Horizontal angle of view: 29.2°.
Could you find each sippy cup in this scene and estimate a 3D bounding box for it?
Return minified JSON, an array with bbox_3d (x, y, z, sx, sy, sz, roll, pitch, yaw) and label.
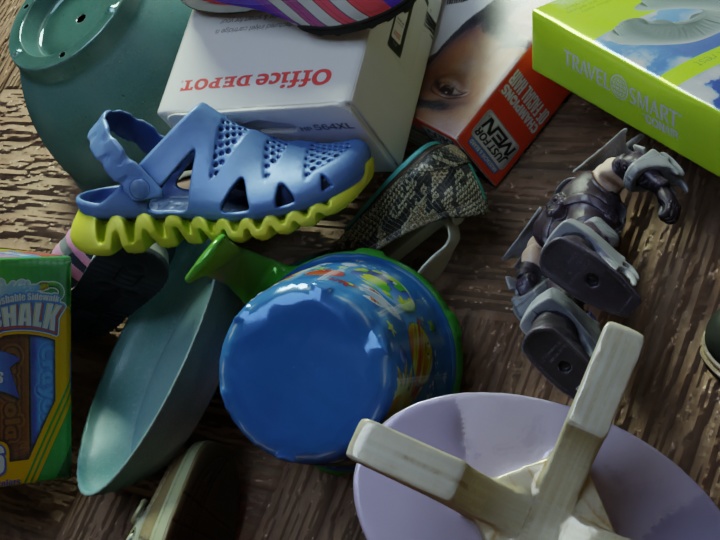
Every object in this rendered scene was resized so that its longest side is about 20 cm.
[{"bbox_3d":[-0.017,0.055,0.783,0.178,0.130,0.140,5,91,12],"label":"sippy cup"}]

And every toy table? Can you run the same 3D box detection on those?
[{"bbox_3d":[0.089,0.120,0.645,0.200,0.117,0.184,11,79,7],"label":"toy table"}]

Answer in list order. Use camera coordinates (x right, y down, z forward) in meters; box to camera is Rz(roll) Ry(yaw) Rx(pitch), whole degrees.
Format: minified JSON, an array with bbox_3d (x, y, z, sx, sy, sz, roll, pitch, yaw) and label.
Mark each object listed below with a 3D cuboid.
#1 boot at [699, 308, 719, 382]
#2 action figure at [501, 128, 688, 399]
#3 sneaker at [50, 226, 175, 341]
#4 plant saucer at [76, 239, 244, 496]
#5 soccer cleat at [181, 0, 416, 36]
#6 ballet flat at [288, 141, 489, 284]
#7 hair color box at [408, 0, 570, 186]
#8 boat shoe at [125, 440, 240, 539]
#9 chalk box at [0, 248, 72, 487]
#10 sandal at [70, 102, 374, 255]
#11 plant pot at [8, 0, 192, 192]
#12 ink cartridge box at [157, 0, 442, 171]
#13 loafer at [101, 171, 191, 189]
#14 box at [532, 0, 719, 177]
[{"bbox_3d":[0.241,0.021,0.656,0.200,0.138,0.077,9,66,40],"label":"boot"},{"bbox_3d":[0.126,-0.008,0.774,0.130,0.069,0.200,-61,1,25],"label":"action figure"},{"bbox_3d":[-0.188,-0.008,0.999,0.200,0.070,0.082,-26,47,46],"label":"sneaker"},{"bbox_3d":[-0.127,0.061,0.913,0.200,0.036,0.200,-51,22,31],"label":"plant saucer"},{"bbox_3d":[-0.051,-0.193,0.847,0.200,0.073,0.068,13,68,33],"label":"soccer cleat"},{"bbox_3d":[0.000,0.000,0.889,0.200,0.068,0.075,-37,78,22],"label":"ballet flat"},{"bbox_3d":[0.103,-0.167,0.937,0.111,0.064,0.200,32,83,43],"label":"hair color box"},{"bbox_3d":[-0.131,0.198,0.842,0.063,0.073,0.201,3,69,31],"label":"boat shoe"},{"bbox_3d":[-0.279,0.043,0.946,0.125,0.124,0.200,7,96,50],"label":"chalk box"},{"bbox_3d":[-0.091,-0.062,0.849,0.200,0.087,0.079,-7,16,10],"label":"sandal"},{"bbox_3d":[-0.191,-0.169,1.095,0.200,0.134,0.200,-18,50,24],"label":"plant pot"},{"bbox_3d":[-0.031,-0.167,0.922,0.146,0.084,0.200,1,62,29],"label":"ink cartridge box"},{"bbox_3d":[-0.123,-0.035,1.010,0.200,0.072,0.063,-6,74,39],"label":"loafer"},{"bbox_3d":[0.207,-0.120,0.811,0.122,0.048,0.200,-25,40,-22],"label":"box"}]
